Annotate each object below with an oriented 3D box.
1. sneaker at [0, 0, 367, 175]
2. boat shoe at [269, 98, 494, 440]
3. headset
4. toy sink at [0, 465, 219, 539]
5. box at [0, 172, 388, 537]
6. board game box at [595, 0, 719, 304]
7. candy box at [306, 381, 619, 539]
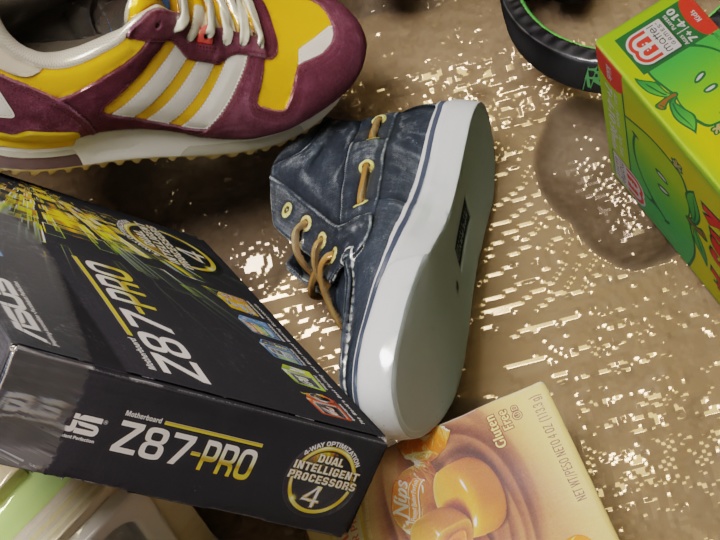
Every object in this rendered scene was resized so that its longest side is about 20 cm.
[{"bbox_3d":[-0.079,-0.099,0.803,0.198,0.090,0.075,-16,58,-27],"label":"sneaker"},{"bbox_3d":[0.000,0.000,0.815,0.090,0.071,0.201,-3,37,17],"label":"boat shoe"},{"bbox_3d":[0.118,-0.177,0.889,0.122,0.094,0.202,-11,54,6],"label":"headset"},{"bbox_3d":[-0.144,0.114,0.773,0.199,0.112,0.130,37,74,27],"label":"toy sink"},{"bbox_3d":[-0.101,0.024,0.741,0.200,0.160,0.050,45,114,54],"label":"box"},{"bbox_3d":[0.174,-0.012,0.780,0.047,0.102,0.201,-30,59,-7],"label":"board game box"},{"bbox_3d":[0.060,0.156,0.737,0.114,0.055,0.201,-22,59,-2],"label":"candy box"}]
